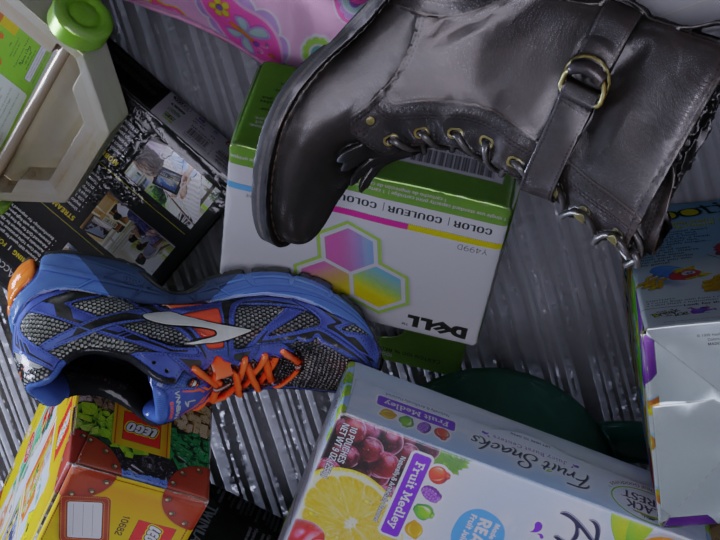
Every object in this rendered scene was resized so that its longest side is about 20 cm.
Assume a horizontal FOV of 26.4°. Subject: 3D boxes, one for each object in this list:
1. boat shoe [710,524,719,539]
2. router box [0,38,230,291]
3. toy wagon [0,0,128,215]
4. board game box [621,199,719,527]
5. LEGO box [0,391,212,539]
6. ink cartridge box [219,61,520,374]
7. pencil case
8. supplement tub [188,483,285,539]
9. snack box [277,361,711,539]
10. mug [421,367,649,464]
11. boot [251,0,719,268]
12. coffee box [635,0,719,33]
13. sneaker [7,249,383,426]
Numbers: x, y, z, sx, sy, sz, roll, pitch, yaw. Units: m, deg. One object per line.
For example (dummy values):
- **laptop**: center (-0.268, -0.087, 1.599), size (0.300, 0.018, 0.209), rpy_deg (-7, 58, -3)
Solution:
- **boat shoe**: center (0.167, 0.200, 0.865), size (0.074, 0.075, 0.204), rpy_deg (30, 112, 12)
- **router box**: center (-0.182, -0.066, 0.896), size (0.200, 0.051, 0.149), rpy_deg (41, 110, -6)
- **toy wagon**: center (-0.217, -0.123, 0.812), size (0.199, 0.040, 0.155), rpy_deg (39, 132, -4)
- **board game box**: center (0.194, 0.039, 0.800), size (0.104, 0.200, 0.104), rpy_deg (-6, 107, 8)
- **LEGO box**: center (-0.154, 0.133, 0.877), size (0.076, 0.150, 0.201), rpy_deg (18, 125, -17)
- **ink cartridge box**: center (0.000, 0.000, 0.842), size (0.146, 0.076, 0.201), rpy_deg (13, 134, 3)
- **pencil case**: center (-0.048, -0.148, 0.835), size (0.199, 0.088, 0.088), rpy_deg (29, 109, -4)
- **supplement tub**: center (-0.040, 0.223, 0.933), size (0.198, 0.123, 0.123), rpy_deg (27, 109, -1)
- **snack box**: center (0.061, 0.148, 0.800), size (0.198, 0.053, 0.143), rpy_deg (21, 120, -3)
- **mug**: center (0.090, 0.137, 0.886), size (0.183, 0.115, 0.154), rpy_deg (12, 118, 2)
- **boot**: center (0.057, -0.056, 0.676), size (0.173, 0.069, 0.201), rpy_deg (35, 112, 13)
- **coffee box**: center (0.189, -0.233, 0.689), size (0.198, 0.198, 0.202), rpy_deg (-9, 108, 33)
- **sneaker**: center (-0.086, 0.047, 0.795), size (0.197, 0.079, 0.076), rpy_deg (4, 140, -5)
